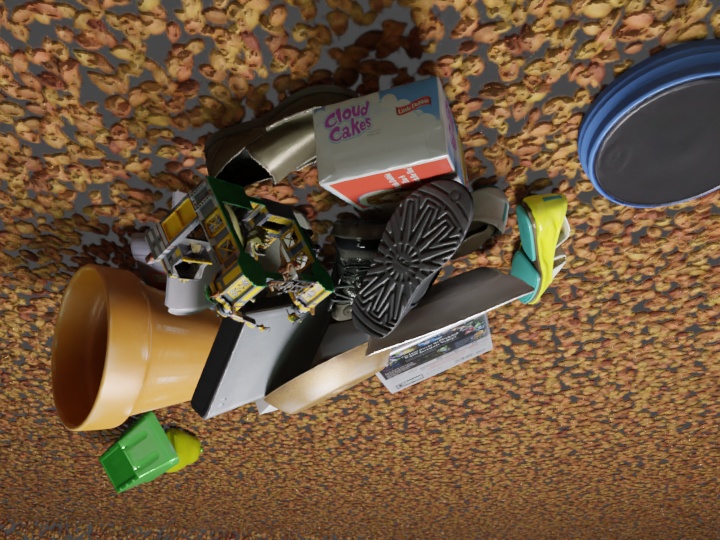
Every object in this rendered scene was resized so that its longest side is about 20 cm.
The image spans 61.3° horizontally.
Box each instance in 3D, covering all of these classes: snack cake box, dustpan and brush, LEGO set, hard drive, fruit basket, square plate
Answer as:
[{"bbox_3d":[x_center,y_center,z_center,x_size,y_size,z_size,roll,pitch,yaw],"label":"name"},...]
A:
[{"bbox_3d":[0.039,-0.105,0.585,0.111,0.070,0.200,-9,174,14],"label":"snack cake box"},{"bbox_3d":[-0.177,-0.008,0.775,0.056,0.145,0.197,-6,168,36],"label":"dustpan and brush"},{"bbox_3d":[-0.130,-0.001,0.637,0.115,0.156,0.199,-36,170,20],"label":"LEGO set"},{"bbox_3d":[-0.112,0.096,0.760,0.198,0.032,0.143,-8,126,-61],"label":"hard drive"},{"bbox_3d":[-0.469,0.407,1.398,0.212,0.158,0.216,-33,177,-2],"label":"fruit basket"},{"bbox_3d":[0.095,0.039,0.732,0.192,0.029,0.200,-21,-177,4],"label":"square plate"}]

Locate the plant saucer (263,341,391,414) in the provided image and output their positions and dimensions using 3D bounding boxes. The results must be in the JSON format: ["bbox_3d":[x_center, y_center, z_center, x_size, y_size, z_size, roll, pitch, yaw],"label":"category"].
[{"bbox_3d":[-0.035,0.146,0.818,0.195,0.036,0.201,-26,168,-6],"label":"plant saucer"}]

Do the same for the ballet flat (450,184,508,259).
[{"bbox_3d":[0.096,-0.038,0.759,0.196,0.071,0.069,-25,139,33],"label":"ballet flat"}]

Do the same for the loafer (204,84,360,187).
[{"bbox_3d":[-0.080,-0.124,0.630,0.195,0.072,0.075,-17,143,25],"label":"loafer"}]

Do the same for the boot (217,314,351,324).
[{"bbox_3d":[-0.116,0.089,0.922,0.196,0.073,0.144,-21,155,16],"label":"boot"}]

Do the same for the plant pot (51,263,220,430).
[{"bbox_3d":[-0.292,0.106,0.822,0.180,0.207,0.198,10,150,-44],"label":"plant pot"}]

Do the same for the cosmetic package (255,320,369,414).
[{"bbox_3d":[-0.064,0.150,0.958,0.148,0.053,0.200,-3,148,-43],"label":"cosmetic package"}]

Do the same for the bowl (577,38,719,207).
[{"bbox_3d":[0.328,-0.140,0.629,0.193,0.040,0.203,0,146,0],"label":"bowl"}]

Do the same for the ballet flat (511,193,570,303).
[{"bbox_3d":[0.236,-0.026,0.785,0.065,0.068,0.202,-22,143,-4],"label":"ballet flat"}]

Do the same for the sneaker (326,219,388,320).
[{"bbox_3d":[0.000,0.000,0.704,0.073,0.119,0.199,2,176,-6],"label":"sneaker"}]

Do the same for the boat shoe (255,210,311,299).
[{"bbox_3d":[-0.113,0.014,0.801,0.068,0.072,0.206,24,105,5],"label":"boat shoe"}]

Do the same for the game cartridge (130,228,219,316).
[{"bbox_3d":[-0.240,0.015,0.873,0.128,0.042,0.202,-2,146,-4],"label":"game cartridge"}]

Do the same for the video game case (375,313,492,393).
[{"bbox_3d":[0.116,0.128,0.976,0.195,0.024,0.183,-24,151,5],"label":"video game case"}]

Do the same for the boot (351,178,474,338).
[{"bbox_3d":[0.072,-0.026,0.631,0.065,0.199,0.166,40,111,10],"label":"boot"}]
